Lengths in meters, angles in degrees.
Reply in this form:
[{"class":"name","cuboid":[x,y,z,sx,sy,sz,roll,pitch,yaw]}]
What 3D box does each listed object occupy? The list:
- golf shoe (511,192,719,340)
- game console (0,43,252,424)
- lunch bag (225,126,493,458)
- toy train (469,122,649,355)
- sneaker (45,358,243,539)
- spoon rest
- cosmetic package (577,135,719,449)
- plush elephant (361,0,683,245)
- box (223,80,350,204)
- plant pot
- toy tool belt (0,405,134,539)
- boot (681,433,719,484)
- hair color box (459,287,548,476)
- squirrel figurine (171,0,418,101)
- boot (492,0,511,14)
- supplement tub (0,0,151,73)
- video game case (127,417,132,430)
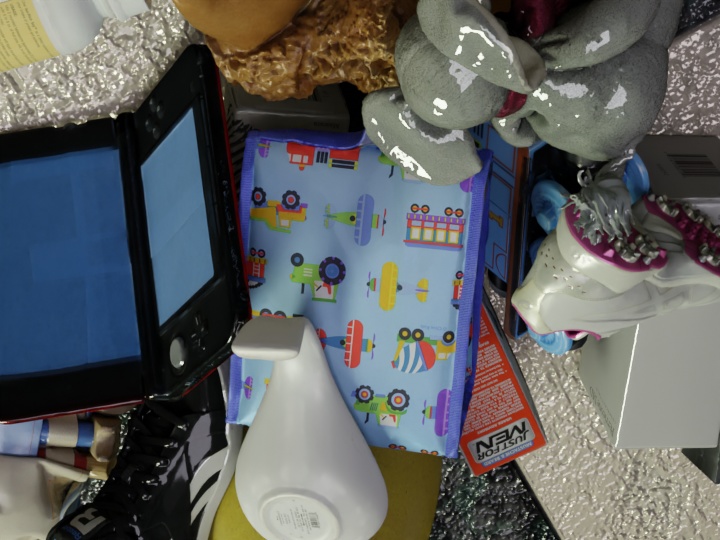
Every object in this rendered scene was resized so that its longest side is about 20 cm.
[{"class":"golf shoe","cuboid":[0.168,0.002,1.032,0.199,0.076,0.092,6,132,-47]},{"class":"game console","cuboid":[-0.162,-0.023,1.026,0.118,0.202,0.172,3,156,-30]},{"class":"lunch bag","cuboid":[0.000,0.000,1.021,0.149,0.094,0.202,8,117,8]},{"class":"toy train","cuboid":[0.127,-0.034,1.104,0.086,0.114,0.201,-31,143,-24]},{"class":"sneaker","cuboid":[-0.144,0.141,1.069,0.111,0.073,0.202,-9,114,-50]},{"class":"spoon rest","cuboid":[-0.036,0.100,1.001,0.098,0.061,0.201,4,132,13]},{"class":"cosmetic package","cuboid":[0.219,0.016,1.175,0.084,0.108,0.202,0,118,-11]},{"class":"plush elephant","cuboid":[0.083,-0.122,0.916,0.154,0.201,0.165,19,149,-19]},{"class":"box","cuboid":[-0.062,-0.030,1.124,0.081,0.069,0.201,2,118,-12]},{"class":"plant pot","cuboid":[-0.030,0.169,1.148,0.198,0.143,0.201,-5,137,-5]},{"class":"toy tool belt","cuboid":[-0.212,0.100,1.147,0.122,0.125,0.202,11,97,-30]},{"class":"boot","cuboid":[0.332,0.058,1.238,0.163,0.066,0.201,-9,124,-18]},{"class":"hair color box","cuboid":[0.061,0.030,1.154,0.064,0.111,0.201,-23,121,5]},{"class":"squirrel figurine","cuboid":[-0.023,-0.203,0.983,0.186,0.142,0.201,-26,113,5]},{"class":"boot","cuboid":[0.101,-0.176,1.078,0.200,0.071,0.145,-22,126,6]},{"class":"supplement tub","cuboid":[-0.235,-0.185,0.966,0.198,0.146,0.146,-16,120,0]},{"class":"video game case","cuboid":[-0.057,0.136,1.248,0.199,0.019,0.144,-20,120,3]}]
